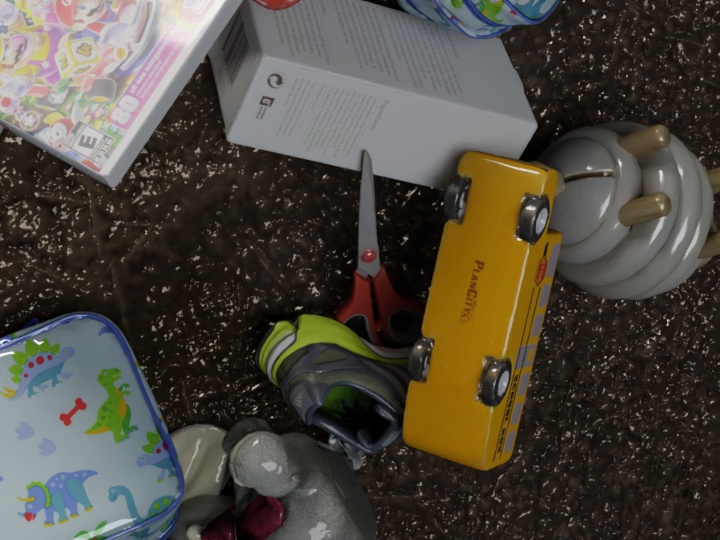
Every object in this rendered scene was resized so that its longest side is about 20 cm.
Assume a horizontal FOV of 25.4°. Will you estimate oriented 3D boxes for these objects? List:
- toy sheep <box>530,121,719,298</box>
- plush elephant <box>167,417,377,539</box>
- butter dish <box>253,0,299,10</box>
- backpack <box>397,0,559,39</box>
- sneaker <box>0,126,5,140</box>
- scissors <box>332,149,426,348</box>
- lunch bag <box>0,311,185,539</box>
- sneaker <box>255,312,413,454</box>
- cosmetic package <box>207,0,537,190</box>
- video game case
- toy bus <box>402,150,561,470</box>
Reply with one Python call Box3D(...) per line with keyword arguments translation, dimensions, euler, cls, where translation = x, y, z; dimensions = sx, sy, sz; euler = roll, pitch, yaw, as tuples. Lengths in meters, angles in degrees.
Box3D(translation=(0.185, -0.045, 1.128), dimensions=(0.199, 0.138, 0.139), euler=(24, 94, -39), cls="toy sheep")
Box3D(translation=(-0.076, 0.184, 1.089), dimensions=(0.154, 0.200, 0.166), euler=(-29, 101, 11), cls="plush elephant")
Box3D(translation=(-0.039, -0.277, 0.984), dimensions=(0.199, 0.148, 0.200), euler=(43, 96, 12), cls="butter dish")
Box3D(translation=(0.090, -0.251, 1.037), dimensions=(0.200, 0.154, 0.163), euler=(-48, 139, 2), cls="backpack")
Box3D(translation=(-0.240, -0.113, 0.988), dimensions=(0.199, 0.074, 0.080), euler=(-38, 129, -4), cls="sneaker")
Box3D(translation=(0.000, 0.000, 1.090), dimensions=(0.072, 0.014, 0.201), euler=(-20, 138, 1), cls="scissors")
Box3D(translation=(-0.220, 0.125, 1.014), dimensions=(0.198, 0.083, 0.162), euler=(-23, 75, -17), cls="lunch bag")
Box3D(translation=(0.020, 0.097, 1.123), dimensions=(0.198, 0.081, 0.074), euler=(14, 123, -30), cls="sneaker")
Box3D(translation=(0.007, -0.121, 1.052), dimensions=(0.198, 0.102, 0.072), euler=(11, 129, -24), cls="cosmetic package")
Box3D(translation=(-0.183, -0.151, 0.930), dimensions=(0.144, 0.199, 0.018), euler=(-57, 160, -13), cls="video game case")
Box3D(translation=(0.083, 0.026, 1.050), dimensions=(0.078, 0.065, 0.202), euler=(-5, 109, -63), cls="toy bus")
